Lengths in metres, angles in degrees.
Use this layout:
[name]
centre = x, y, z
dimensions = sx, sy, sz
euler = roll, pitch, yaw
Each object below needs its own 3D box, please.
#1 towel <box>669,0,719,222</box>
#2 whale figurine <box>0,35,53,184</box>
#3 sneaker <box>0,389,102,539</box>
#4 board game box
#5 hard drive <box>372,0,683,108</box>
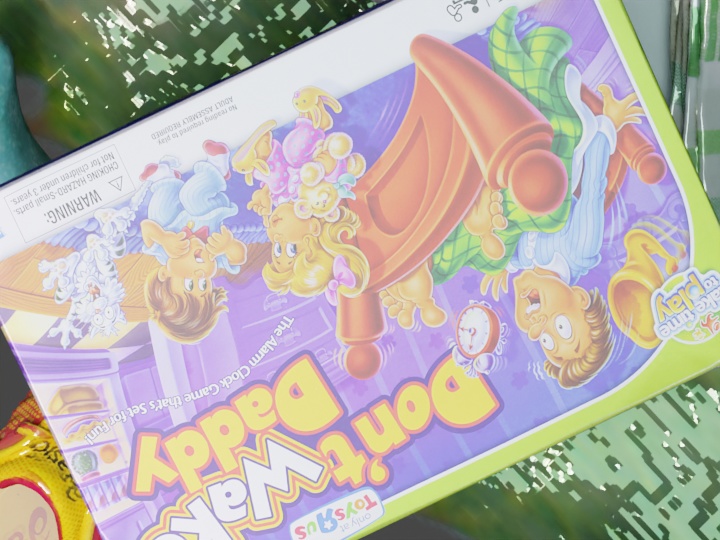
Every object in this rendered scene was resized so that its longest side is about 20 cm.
[towel]
centre = 0.165, -0.092, 0.814
dimensions = 0.151, 0.023, 0.202
euler = -4, 99, -17
[whale figurine]
centre = -0.180, 0.004, 0.803
dimensions = 0.199, 0.104, 0.160
euler = -27, 118, -12
[sneaker]
centre = -0.074, 0.051, 0.829
dimensions = 0.073, 0.077, 0.200
euler = 38, 90, -2
[board game box]
centre = 0.000, 0.000, 0.764
dimensions = 0.199, 0.045, 0.135
euler = -26, 96, -1
[hard drive]
centre = 0.085, -0.153, 0.809
dimensions = 0.131, 0.026, 0.201
euler = 28, 92, -19
